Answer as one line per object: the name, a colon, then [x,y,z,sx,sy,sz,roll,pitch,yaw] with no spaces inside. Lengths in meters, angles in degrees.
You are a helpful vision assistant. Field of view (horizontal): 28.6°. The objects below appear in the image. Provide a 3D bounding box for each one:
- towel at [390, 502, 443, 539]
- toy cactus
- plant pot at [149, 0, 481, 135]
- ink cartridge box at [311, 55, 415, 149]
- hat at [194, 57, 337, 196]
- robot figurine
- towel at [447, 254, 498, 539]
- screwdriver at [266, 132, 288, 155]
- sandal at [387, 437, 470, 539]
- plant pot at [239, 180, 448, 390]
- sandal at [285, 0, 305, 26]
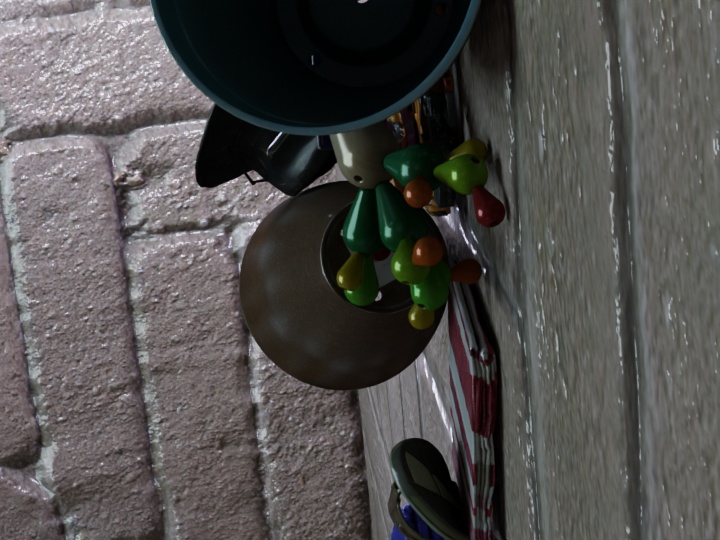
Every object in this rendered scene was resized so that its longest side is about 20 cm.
towel: [0.076,0.352,1.635,0.200,0.049,0.148,94,162,-71]
toy cactus: [0.030,-0.052,0.990,0.165,0.102,0.200,64,158,14]
plant pot: [-0.011,-0.183,0.896,0.188,0.200,0.200,-19,-77,-79]
ink cartridge box: [0.010,-0.146,1.156,0.200,0.037,0.095,-12,-81,-68]
hat: [-0.050,-0.115,1.183,0.081,0.201,0.201,49,168,13]
robot figurine: [0.041,-0.139,1.072,0.145,0.058,0.200,-102,6,-82]
towel: [0.088,0.107,1.107,0.144,0.023,0.200,-100,6,-60]
screwdriver: [-0.034,-0.124,1.002,0.028,0.029,0.200,57,-144,-18]
sandal: [0.056,0.201,1.166,0.201,0.057,0.080,59,-168,-60]
plant pot: [0.000,0.000,1.171,0.200,0.187,0.187,139,125,-77]
sandal: [-0.082,-0.202,1.091,0.075,0.045,0.200,57,174,-20]
